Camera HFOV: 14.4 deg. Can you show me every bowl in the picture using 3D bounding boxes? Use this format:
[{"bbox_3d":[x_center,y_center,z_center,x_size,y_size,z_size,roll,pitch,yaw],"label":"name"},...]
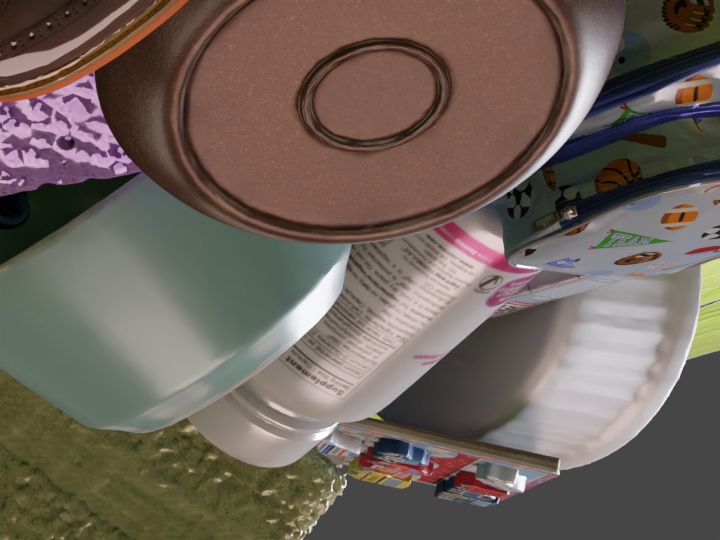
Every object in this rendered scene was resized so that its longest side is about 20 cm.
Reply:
[{"bbox_3d":[-0.082,-0.004,1.226,0.201,0.105,0.201,-34,-169,7],"label":"bowl"}]

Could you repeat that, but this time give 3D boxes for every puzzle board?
[{"bbox_3d":[0.018,0.100,1.521,0.150,0.017,0.200,12,170,-4],"label":"puzzle board"}]

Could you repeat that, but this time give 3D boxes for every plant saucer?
[{"bbox_3d":[0.003,-0.073,1.046,0.200,0.032,0.200,-7,138,-7],"label":"plant saucer"}]

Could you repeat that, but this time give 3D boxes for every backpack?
[{"bbox_3d":[0.133,-0.083,1.216,0.190,0.154,0.200,-32,163,35],"label":"backpack"}]

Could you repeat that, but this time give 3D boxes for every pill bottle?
[{"bbox_3d":[0.000,0.000,1.337,0.113,0.114,0.200,-3,148,-50],"label":"pill bottle"}]

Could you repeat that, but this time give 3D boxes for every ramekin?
[{"bbox_3d":[0.074,0.005,1.516,0.200,0.201,0.098,-22,161,39],"label":"ramekin"}]

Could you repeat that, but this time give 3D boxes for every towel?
[{"bbox_3d":[-0.121,0.099,1.407,0.148,0.200,0.036,-54,-169,7],"label":"towel"}]

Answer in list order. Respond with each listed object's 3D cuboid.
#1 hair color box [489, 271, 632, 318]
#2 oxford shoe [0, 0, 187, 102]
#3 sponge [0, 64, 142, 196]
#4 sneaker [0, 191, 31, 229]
[{"bbox_3d":[0.133,-0.050,1.384,0.200,0.099,0.061,-16,172,18],"label":"hair color box"},{"bbox_3d":[-0.145,-0.096,0.963,0.200,0.071,0.073,-18,160,0],"label":"oxford shoe"},{"bbox_3d":[-0.089,-0.082,1.058,0.200,0.030,0.112,-10,140,-3],"label":"sponge"},{"bbox_3d":[-0.182,-0.043,1.208,0.200,0.073,0.072,-20,171,40],"label":"sneaker"}]
